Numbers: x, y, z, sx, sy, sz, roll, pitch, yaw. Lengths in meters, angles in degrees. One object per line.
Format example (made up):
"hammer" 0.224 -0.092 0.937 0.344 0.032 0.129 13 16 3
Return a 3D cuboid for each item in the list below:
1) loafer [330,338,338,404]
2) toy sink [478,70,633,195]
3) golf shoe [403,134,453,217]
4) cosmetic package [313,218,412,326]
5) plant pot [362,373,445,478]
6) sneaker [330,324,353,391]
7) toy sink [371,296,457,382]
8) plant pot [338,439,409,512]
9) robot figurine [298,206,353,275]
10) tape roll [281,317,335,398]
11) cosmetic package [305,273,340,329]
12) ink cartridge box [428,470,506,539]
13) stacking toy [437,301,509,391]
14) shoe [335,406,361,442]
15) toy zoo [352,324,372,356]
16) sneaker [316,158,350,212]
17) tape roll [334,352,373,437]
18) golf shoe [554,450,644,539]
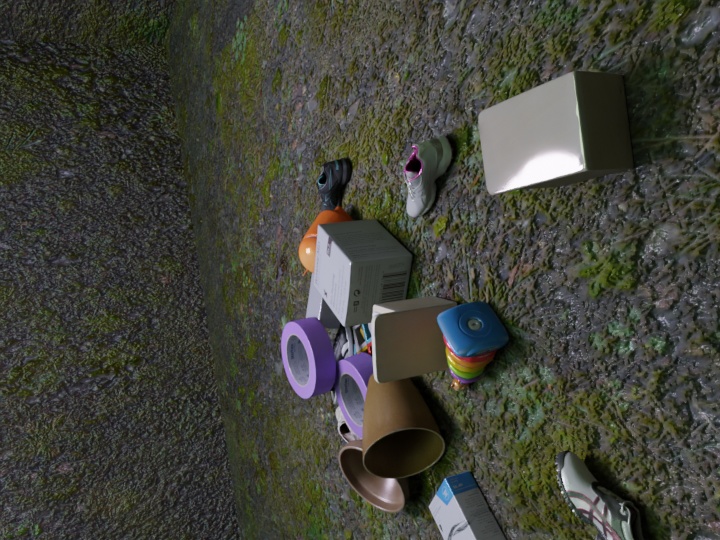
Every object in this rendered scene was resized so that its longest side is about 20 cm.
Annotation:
"loafer" -0.078 0.289 1.888 0.204 0.068 0.071 67 150 32
"toy sink" 0.283 -0.193 0.964 0.198 0.109 0.135 -10 87 60
"golf shoe" 0.117 -0.189 1.340 0.076 0.089 0.203 61 148 35
"cosmetic package" 0.000 0.000 1.545 0.200 0.160 0.170 46 136 52
"plant pot" 0.077 0.326 1.475 0.203 0.180 0.190 -105 24 -46
"sneaker" -0.074 0.232 1.803 0.073 0.108 0.207 -173 77 -81
"toy sink" 0.090 0.135 1.332 0.111 0.194 0.135 12 108 62
"plant pot" 0.049 0.478 1.597 0.197 0.093 0.205 25 136 27
"robot figurine" -0.088 -0.071 1.693 0.140 0.202 0.119 10 139 25
"tape roll" -0.141 0.232 1.750 0.198 0.064 0.207 23 117 54
"cosmetic package" -0.091 0.053 1.804 0.101 0.072 0.207 2 85 64
"ink cartridge box" 0.222 0.527 1.313 0.202 0.065 0.118 61 146 39
"stacking toy" 0.202 0.169 1.253 0.204 0.113 0.111 93 157 -45
"shoe" -0.031 0.440 1.844 0.199 0.052 0.072 34 126 58
"toy zoo" 0.027 0.188 1.699 0.200 0.020 0.135 132 127 -58
"sneaker" -0.089 -0.224 1.782 0.077 0.077 0.203 64 150 34
"tape roll" 0.006 0.319 1.677 0.199 0.064 0.206 35 132 50
"golf shoe" 0.368 0.355 0.980 0.088 0.076 0.203 -47 53 33
